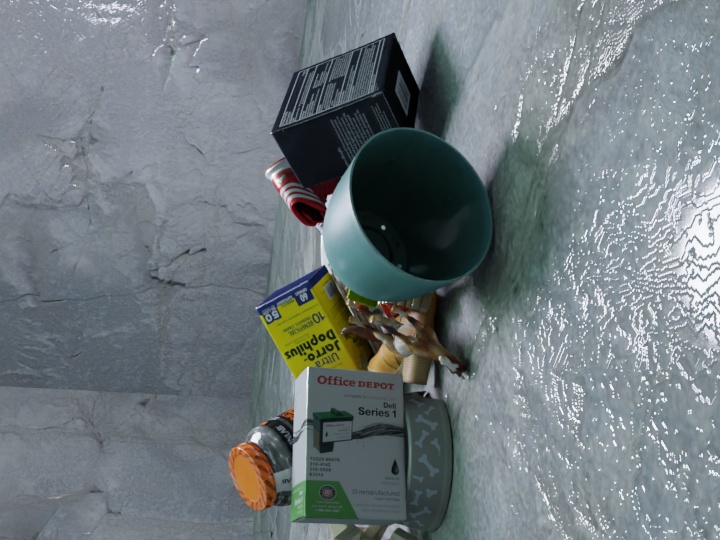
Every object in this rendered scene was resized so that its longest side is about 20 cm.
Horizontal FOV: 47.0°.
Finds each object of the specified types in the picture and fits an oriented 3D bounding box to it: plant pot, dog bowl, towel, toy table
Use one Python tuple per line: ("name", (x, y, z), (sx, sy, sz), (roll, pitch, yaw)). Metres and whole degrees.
("plant pot", (0.043, -0.053, 1.051), (0.161, 0.198, 0.203), (141, 134, -57))
("dog bowl", (0.073, 0.270, 1.188), (0.200, 0.058, 0.203), (-174, 90, -78))
("towel", (0.006, 0.075, 1.424), (0.202, 0.034, 0.133), (62, 179, -18))
("toy table", (0.003, 0.408, 1.229), (0.200, 0.182, 0.119), (-35, -36, -66))

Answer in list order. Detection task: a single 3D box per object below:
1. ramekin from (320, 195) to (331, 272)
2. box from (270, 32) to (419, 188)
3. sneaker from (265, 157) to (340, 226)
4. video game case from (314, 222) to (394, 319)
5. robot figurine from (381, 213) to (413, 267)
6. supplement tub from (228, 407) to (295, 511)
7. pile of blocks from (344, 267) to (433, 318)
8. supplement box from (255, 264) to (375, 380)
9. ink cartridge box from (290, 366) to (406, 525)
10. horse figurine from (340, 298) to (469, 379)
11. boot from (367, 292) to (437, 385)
("ramekin", (-0.020, -0.073, 1.631), (0.200, 0.096, 0.204), (-179, 90, -80))
("box", (-0.018, -0.259, 1.347), (0.201, 0.196, 0.124), (-78, -33, -48))
("sneaker", (-0.079, -0.122, 1.427), (0.078, 0.199, 0.117), (-35, 72, 28))
("video game case", (0.000, 0.000, 1.399), (0.023, 0.200, 0.182), (-41, 16, 0))
("robot figurine", (0.053, -0.081, 1.244), (0.201, 0.123, 0.152), (-96, 17, -51))
("supplement tub", (-0.087, 0.266, 1.227), (0.122, 0.199, 0.124), (24, 125, 41))
("pile of blocks", (0.030, 0.034, 1.190), (0.199, 0.081, 0.063), (-6, 63, 55))
("supplement box", (-0.068, 0.112, 1.383), (0.202, 0.108, 0.110), (61, -162, -7))
("ink cartridge box", (-0.017, 0.240, 1.136), (0.084, 0.144, 0.203), (128, 144, -63))
("horse figurine", (0.051, 0.088, 1.128), (0.199, 0.132, 0.050), (-1, 59, 61))
("boot", (0.071, 0.095, 1.269), (0.201, 0.070, 0.146), (171, 109, -72))
